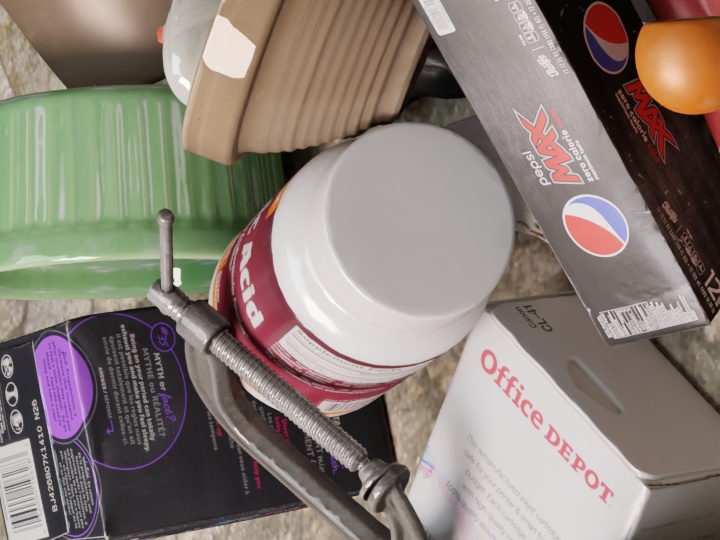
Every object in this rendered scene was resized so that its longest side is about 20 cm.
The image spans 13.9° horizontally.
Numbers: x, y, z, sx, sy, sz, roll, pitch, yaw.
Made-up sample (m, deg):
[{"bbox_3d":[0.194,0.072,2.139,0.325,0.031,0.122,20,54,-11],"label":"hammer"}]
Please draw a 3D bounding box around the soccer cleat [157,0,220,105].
[{"bbox_3d":[-0.035,-0.162,1.534,0.077,0.200,0.069,-2,132,42],"label":"soccer cleat"}]

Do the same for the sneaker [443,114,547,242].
[{"bbox_3d":[0.083,-0.038,1.478,0.200,0.073,0.085,-23,73,50],"label":"sneaker"}]

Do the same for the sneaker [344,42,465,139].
[{"bbox_3d":[0.012,-0.110,1.576,0.200,0.075,0.080,25,126,57],"label":"sneaker"}]

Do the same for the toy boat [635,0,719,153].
[{"bbox_3d":[0.175,-0.100,1.303,0.130,0.130,0.201,-43,62,46],"label":"toy boat"}]

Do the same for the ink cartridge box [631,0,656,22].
[{"bbox_3d":[0.111,-0.217,1.398,0.044,0.094,0.201,23,113,48],"label":"ink cartridge box"}]

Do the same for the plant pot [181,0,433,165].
[{"bbox_3d":[-0.006,-0.133,1.396,0.092,0.201,0.202,23,122,3],"label":"plant pot"}]

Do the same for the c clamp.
[{"bbox_3d":[-0.036,0.077,1.469,0.200,0.027,0.171,42,158,15],"label":"c clamp"}]

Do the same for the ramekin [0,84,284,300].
[{"bbox_3d":[-0.135,-0.043,1.668,0.200,0.199,0.098,-11,80,52],"label":"ramekin"}]

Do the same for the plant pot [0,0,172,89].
[{"bbox_3d":[-0.140,-0.194,1.679,0.200,0.200,0.175,-16,102,52],"label":"plant pot"}]

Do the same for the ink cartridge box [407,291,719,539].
[{"bbox_3d":[0.099,0.133,1.477,0.148,0.085,0.201,48,130,37],"label":"ink cartridge box"}]

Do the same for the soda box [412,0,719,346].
[{"bbox_3d":[0.105,-0.068,1.352,0.063,0.071,0.201,-15,113,39],"label":"soda box"}]

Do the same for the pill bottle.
[{"bbox_3d":[0.000,0.000,1.461,0.200,0.114,0.115,139,118,-68],"label":"pill bottle"}]

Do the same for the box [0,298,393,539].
[{"bbox_3d":[-0.096,0.082,1.626,0.106,0.199,0.123,-17,82,52],"label":"box"}]
